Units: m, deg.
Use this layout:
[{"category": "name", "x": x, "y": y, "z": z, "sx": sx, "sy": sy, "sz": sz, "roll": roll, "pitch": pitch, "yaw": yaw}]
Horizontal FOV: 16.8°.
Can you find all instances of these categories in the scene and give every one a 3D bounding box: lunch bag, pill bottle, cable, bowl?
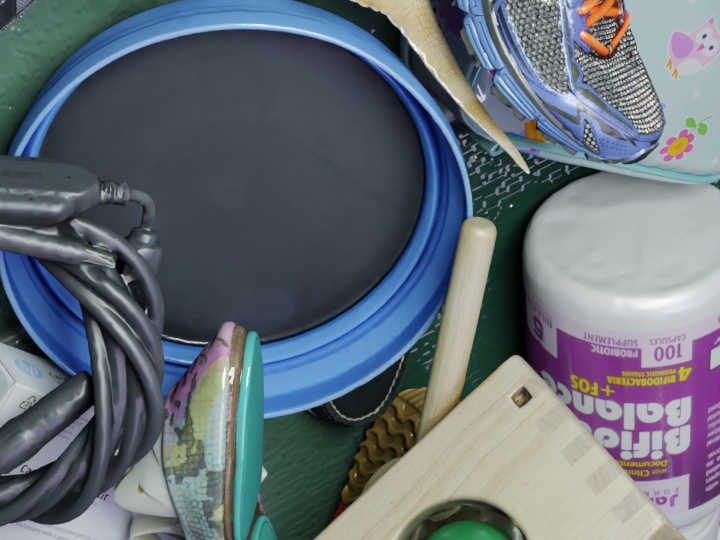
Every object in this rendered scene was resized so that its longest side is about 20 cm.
[{"category": "lunch bag", "x": 0.116, "y": -0.121, "z": 1.086, "sx": 0.199, "sy": 0.077, "sz": 0.161, "roll": 11, "pitch": 117, "yaw": -39}, {"category": "pill bottle", "x": 0.138, "y": 0.059, "z": 1.209, "sx": 0.112, "sy": 0.112, "sz": 0.201, "roll": -22, "pitch": 131, "yaw": -19}, {"category": "cable", "x": -0.178, "y": 0.029, "z": 0.979, "sx": 0.198, "sy": 0.051, "sz": 0.165, "roll": 1, "pitch": 113, "yaw": -9}, {"category": "bowl", "x": -0.053, "y": -0.026, "z": 1.023, "sx": 0.199, "sy": 0.040, "sz": 0.202, "roll": -3, "pitch": 126, "yaw": -5}]

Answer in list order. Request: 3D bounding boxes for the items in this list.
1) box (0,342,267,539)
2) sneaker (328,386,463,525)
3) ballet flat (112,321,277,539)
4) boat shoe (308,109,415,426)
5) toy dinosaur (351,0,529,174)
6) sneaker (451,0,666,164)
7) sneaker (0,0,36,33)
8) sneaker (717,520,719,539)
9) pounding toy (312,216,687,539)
[{"category": "box", "x": -0.157, "y": 0.140, "z": 1.094, "sx": 0.155, "sy": 0.041, "sz": 0.201, "roll": 24, "pitch": 107, "yaw": -43}, {"category": "sneaker", "x": 0.012, "y": 0.156, "z": 1.217, "sx": 0.201, "sy": 0.075, "sz": 0.090, "roll": -54, "pitch": 142, "yaw": 7}, {"category": "ballet flat", "x": -0.069, "y": 0.107, "z": 1.059, "sx": 0.071, "sy": 0.069, "sz": 0.201, "roll": 2, "pitch": 131, "yaw": 11}, {"category": "boat shoe", "x": 0.000, "y": 0.000, "z": 1.108, "sx": 0.075, "sy": 0.060, "sz": 0.201, "roll": -20, "pitch": 131, "yaw": -20}, {"category": "toy dinosaur", "x": 0.009, "y": -0.132, "z": 0.979, "sx": 0.058, "sy": 0.101, "sz": 0.201, "roll": -21, "pitch": 109, "yaw": 31}, {"category": "sneaker", "x": 0.074, "y": -0.136, "z": 0.950, "sx": 0.075, "sy": 0.078, "sz": 0.201, "roll": -35, "pitch": 102, "yaw": -54}, {"category": "sneaker", "x": -0.116, "y": -0.120, "z": 0.928, "sx": 0.113, "sy": 0.075, "sz": 0.201, "roll": 26, "pitch": 103, "yaw": -40}, {"category": "sneaker", "x": 0.216, "y": 0.117, "z": 1.308, "sx": 0.202, "sy": 0.108, "sz": 0.067, "roll": -50, "pitch": 135, "yaw": 8}, {"category": "pounding toy", "x": 0.052, "y": 0.113, "z": 1.065, "sx": 0.184, "sy": 0.142, "sz": 0.200, "roll": -43, "pitch": 155, "yaw": 1}]
